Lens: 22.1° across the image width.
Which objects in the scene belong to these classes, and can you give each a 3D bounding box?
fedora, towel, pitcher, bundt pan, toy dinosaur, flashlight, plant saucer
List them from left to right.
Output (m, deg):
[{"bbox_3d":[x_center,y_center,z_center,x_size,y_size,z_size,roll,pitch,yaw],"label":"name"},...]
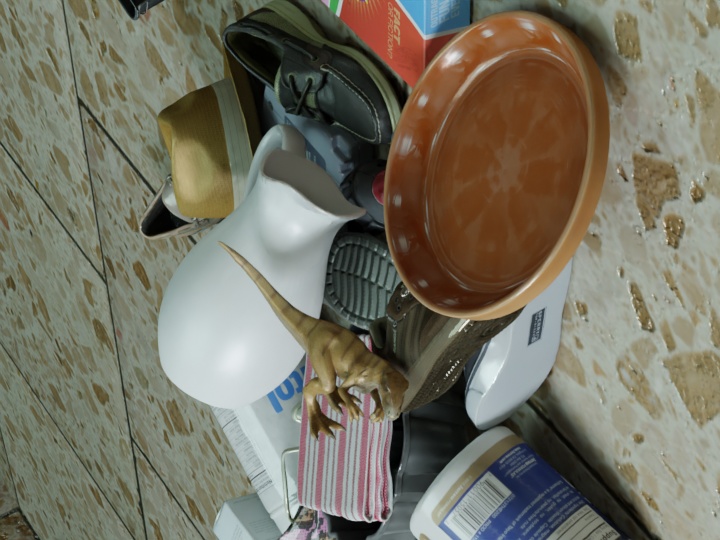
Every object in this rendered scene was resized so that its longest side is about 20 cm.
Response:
[{"bbox_3d":[-0.133,-0.104,1.644,0.201,0.081,0.201,169,90,-81],"label":"fedora"},{"bbox_3d":[-0.085,-0.007,1.468,0.200,0.121,0.172,-61,23,22],"label":"pitcher"},{"bbox_3d":[-0.024,0.059,1.353,0.200,0.060,0.107,33,131,37],"label":"toy dinosaur"},{"bbox_3d":[-0.010,0.127,1.510,0.200,0.030,0.147,172,104,-71],"label":"towel"},{"bbox_3d":[0.031,0.138,1.537,0.202,0.075,0.203,-173,90,-68],"label":"bundt pan"},{"bbox_3d":[0.032,-0.076,1.385,0.200,0.068,0.068,151,111,-69],"label":"flashlight"},{"bbox_3d":[0.088,-0.066,1.186,0.200,0.032,0.201,-20,64,49],"label":"plant saucer"}]

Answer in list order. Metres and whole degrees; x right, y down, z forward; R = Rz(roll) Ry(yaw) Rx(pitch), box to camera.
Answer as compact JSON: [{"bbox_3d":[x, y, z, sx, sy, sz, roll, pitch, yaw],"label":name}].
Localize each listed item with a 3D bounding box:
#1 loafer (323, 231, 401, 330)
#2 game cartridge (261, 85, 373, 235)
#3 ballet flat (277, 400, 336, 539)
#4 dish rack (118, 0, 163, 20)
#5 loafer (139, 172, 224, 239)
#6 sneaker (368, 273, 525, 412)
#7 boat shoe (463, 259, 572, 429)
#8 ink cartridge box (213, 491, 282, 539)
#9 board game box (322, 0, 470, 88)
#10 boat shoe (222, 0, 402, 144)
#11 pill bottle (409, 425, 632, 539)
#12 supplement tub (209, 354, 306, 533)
[{"bbox_3d":[0.000,0.000,1.498,0.200,0.069,0.076,21,106,46],"label":"loafer"},{"bbox_3d":[-0.038,-0.078,1.585,0.133,0.041,0.200,54,157,34],"label":"game cartridge"},{"bbox_3d":[-0.034,0.160,1.656,0.069,0.071,0.201,175,108,-86],"label":"ballet flat"},{"bbox_3d":[-0.214,-0.343,1.663,0.154,0.054,0.200,55,156,20],"label":"dish rack"},{"bbox_3d":[-0.177,-0.068,1.874,0.072,0.063,0.200,63,159,4],"label":"loafer"},{"bbox_3d":[0.050,0.031,1.291,0.076,0.070,0.200,58,147,15],"label":"sneaker"},{"bbox_3d":[0.101,0.035,1.344,0.068,0.072,0.200,48,151,30],"label":"boat shoe"},{"bbox_3d":[-0.025,0.288,1.791,0.200,0.160,0.047,50,132,33],"label":"ink cartridge box"},{"bbox_3d":[0.005,-0.238,1.297,0.200,0.040,0.153,47,153,36],"label":"board game box"},{"bbox_3d":[-0.040,-0.150,1.465,0.201,0.066,0.072,44,150,41],"label":"boat shoe"},{"bbox_3d":[0.142,0.220,1.385,0.200,0.111,0.111,42,152,18],"label":"pill bottle"},{"bbox_3d":[-0.068,0.133,1.760,0.200,0.132,0.132,59,158,7],"label":"supplement tub"}]
